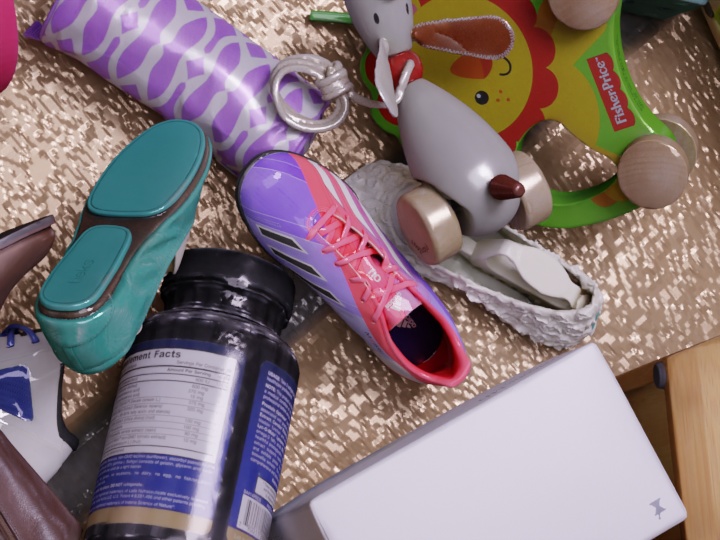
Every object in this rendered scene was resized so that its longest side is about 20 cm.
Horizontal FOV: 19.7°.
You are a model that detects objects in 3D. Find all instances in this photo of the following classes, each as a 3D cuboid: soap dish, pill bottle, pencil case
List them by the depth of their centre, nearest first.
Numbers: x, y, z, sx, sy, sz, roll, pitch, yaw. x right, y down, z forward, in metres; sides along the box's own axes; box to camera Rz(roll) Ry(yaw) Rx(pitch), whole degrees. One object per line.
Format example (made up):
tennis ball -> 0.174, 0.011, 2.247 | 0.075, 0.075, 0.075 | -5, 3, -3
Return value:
pill bottle -> -0.098, 0.094, 1.280 | 0.111, 0.112, 0.202 | 15, 66, -10
soap dish -> 0.210, 0.124, 1.305 | 0.080, 0.200, 0.159 | -4, 82, -10
pencil case -> -0.114, -0.128, 1.340 | 0.199, 0.086, 0.084 | 38, 37, -4

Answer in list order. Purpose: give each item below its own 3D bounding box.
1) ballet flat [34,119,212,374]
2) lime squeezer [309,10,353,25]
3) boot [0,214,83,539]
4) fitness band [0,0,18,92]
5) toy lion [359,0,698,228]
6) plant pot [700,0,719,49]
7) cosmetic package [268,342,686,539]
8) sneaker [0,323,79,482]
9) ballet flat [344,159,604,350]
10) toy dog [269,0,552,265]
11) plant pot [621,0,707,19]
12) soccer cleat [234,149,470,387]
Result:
ballet flat -> -0.141, -0.010, 1.250 | 0.067, 0.071, 0.201 | 7, 40, 17
lime squeezer -> 0.061, -0.133, 1.406 | 0.200, 0.038, 0.071 | 41, 107, -4
boot -> -0.208, 0.093, 1.223 | 0.186, 0.064, 0.201 | -37, 101, -18
fitness band -> -0.261, -0.204, 1.285 | 0.037, 0.143, 0.202 | -19, 86, -35
toy lion -> 0.101, -0.118, 1.354 | 0.190, 0.069, 0.201 | -18, 105, 23
plant pot -> 0.347, -0.171, 1.391 | 0.180, 0.199, 0.201 | -25, 87, -8
cosmetic package -> 0.061, 0.152, 1.267 | 0.198, 0.200, 0.124 | -28, 87, -16
sneaker -> -0.247, 0.061, 1.283 | 0.200, 0.080, 0.115 | 47, 71, -9
ballet flat -> 0.078, -0.018, 1.369 | 0.199, 0.072, 0.072 | 29, 76, -6
toy dog -> 0.051, -0.099, 1.289 | 0.200, 0.096, 0.132 | 46, 69, -9
plant pot -> 0.194, -0.281, 1.402 | 0.140, 0.141, 0.202 | 10, 88, -11
soccer cleat -> 0.000, 0.000, 1.306 | 0.068, 0.073, 0.200 | -46, 120, -7
